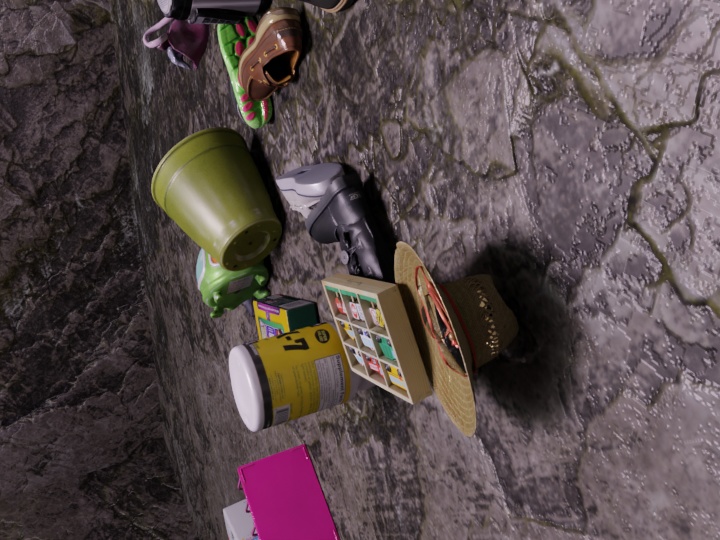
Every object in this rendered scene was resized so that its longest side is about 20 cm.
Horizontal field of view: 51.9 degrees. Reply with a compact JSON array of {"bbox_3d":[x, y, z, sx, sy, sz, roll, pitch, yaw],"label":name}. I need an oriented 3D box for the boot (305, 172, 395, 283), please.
[{"bbox_3d":[0.000,0.000,0.968,0.203,0.064,0.165,65,161,12],"label":"boot"}]

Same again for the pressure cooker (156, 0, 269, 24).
[{"bbox_3d":[-0.248,-0.474,1.123,0.182,0.196,0.177,66,152,24],"label":"pressure cooker"}]

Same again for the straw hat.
[{"bbox_3d":[0.105,0.050,0.709,0.201,0.083,0.205,158,91,-81],"label":"straw hat"}]

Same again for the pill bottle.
[{"bbox_3d":[-0.071,0.136,1.010,0.114,0.196,0.117,40,137,52],"label":"pill bottle"}]

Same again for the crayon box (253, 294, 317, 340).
[{"bbox_3d":[-0.124,0.140,1.307,0.199,0.057,0.177,7,108,66],"label":"crayon box"}]

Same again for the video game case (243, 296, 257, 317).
[{"bbox_3d":[-0.248,-0.025,1.559,0.143,0.019,0.204,50,143,48],"label":"video game case"}]

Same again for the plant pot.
[{"bbox_3d":[-0.240,-0.111,1.316,0.194,0.197,0.202,52,147,24],"label":"plant pot"}]

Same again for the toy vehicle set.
[{"bbox_3d":[0.013,0.072,0.859,0.199,0.026,0.127,9,119,70],"label":"toy vehicle set"}]

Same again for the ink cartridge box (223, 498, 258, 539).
[{"bbox_3d":[-0.182,0.584,1.532,0.200,0.142,0.149,44,143,52],"label":"ink cartridge box"}]

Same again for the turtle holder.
[{"bbox_3d":[-0.250,0.004,1.442,0.134,0.139,0.186,63,-177,17],"label":"turtle holder"}]

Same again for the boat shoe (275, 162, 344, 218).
[{"bbox_3d":[-0.066,-0.108,1.057,0.199,0.070,0.071,12,128,64],"label":"boat shoe"}]

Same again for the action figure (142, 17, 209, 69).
[{"bbox_3d":[-0.281,-0.452,1.273,0.133,0.147,0.203,36,102,44],"label":"action figure"}]

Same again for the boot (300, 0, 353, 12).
[{"bbox_3d":[-0.102,-0.362,0.922,0.199,0.135,0.079,36,133,55],"label":"boot"}]

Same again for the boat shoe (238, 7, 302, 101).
[{"bbox_3d":[-0.135,-0.305,1.104,0.200,0.070,0.069,-41,63,61],"label":"boat shoe"}]

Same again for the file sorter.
[{"bbox_3d":[-0.143,0.468,1.409,0.126,0.136,0.203,109,142,-54],"label":"file sorter"}]

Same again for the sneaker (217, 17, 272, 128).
[{"bbox_3d":[-0.204,-0.338,1.240,0.083,0.075,0.206,1,100,61],"label":"sneaker"}]
